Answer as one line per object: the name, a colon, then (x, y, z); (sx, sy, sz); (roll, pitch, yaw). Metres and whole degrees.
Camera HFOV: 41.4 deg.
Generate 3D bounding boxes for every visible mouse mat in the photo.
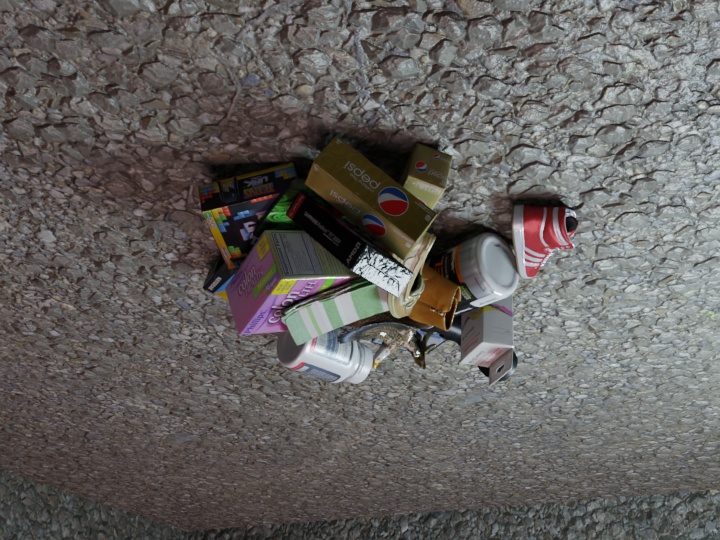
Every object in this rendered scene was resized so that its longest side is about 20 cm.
mouse mat: (-0.065, -0.096, 1.597); (0.198, 0.008, 0.161); (4, 144, -37)

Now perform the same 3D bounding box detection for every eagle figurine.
eagle figurine: (0.048, 0.116, 1.842); (0.199, 0.152, 0.151); (35, 146, -18)

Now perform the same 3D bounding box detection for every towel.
towel: (-0.034, 0.067, 1.651); (0.197, 0.024, 0.153); (-22, 155, -1)

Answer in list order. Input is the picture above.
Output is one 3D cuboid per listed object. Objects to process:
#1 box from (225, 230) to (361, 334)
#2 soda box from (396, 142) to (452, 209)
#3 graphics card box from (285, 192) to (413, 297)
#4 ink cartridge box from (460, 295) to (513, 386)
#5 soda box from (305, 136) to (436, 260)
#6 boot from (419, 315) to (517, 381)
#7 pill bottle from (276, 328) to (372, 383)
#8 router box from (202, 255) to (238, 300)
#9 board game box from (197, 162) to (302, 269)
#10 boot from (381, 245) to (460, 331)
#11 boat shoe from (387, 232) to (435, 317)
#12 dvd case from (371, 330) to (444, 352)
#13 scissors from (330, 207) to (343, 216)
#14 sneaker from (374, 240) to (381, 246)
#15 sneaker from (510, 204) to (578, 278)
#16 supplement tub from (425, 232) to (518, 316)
box: (-0.103, 0.020, 1.644); (0.198, 0.098, 0.176); (-1, 147, -36)
soda box: (0.085, -0.119, 1.549); (0.063, 0.069, 0.200); (19, 151, -7)
graphics card box: (-0.019, -0.042, 1.494); (0.125, 0.200, 0.051); (31, 97, -44)
ink cartridge box: (0.242, 0.108, 1.833); (0.066, 0.203, 0.117); (9, 153, -13)
soda box: (0.014, -0.111, 1.468); (0.199, 0.068, 0.064); (38, 150, 4)
boot: (0.208, 0.138, 1.931); (0.167, 0.077, 0.200); (29, -172, -32)
pill bottle: (-0.075, 0.180, 2.101); (0.198, 0.121, 0.119); (25, 146, -35)
router box: (-0.199, 0.008, 1.825); (0.148, 0.052, 0.200); (27, 146, -16)
board game box: (-0.172, -0.088, 1.619); (0.163, 0.057, 0.201); (-13, 152, 0)
boot: (0.111, 0.003, 1.678); (0.142, 0.071, 0.204); (18, 127, 29)
boat shoe: (0.087, 0.009, 1.596); (0.062, 0.074, 0.203); (17, 134, 14)
dvd case: (0.129, 0.134, 2.099); (0.141, 0.018, 0.200); (15, 150, -22)
scissors: (-0.054, -0.090, 1.598); (0.199, 0.014, 0.073); (-33, 152, 25)
sneaker: (0.000, 0.000, 1.792); (0.083, 0.074, 0.200); (6, 154, -10)
sneaker: (0.327, -0.047, 1.667); (0.111, 0.072, 0.201); (-1, 151, 15)
supplement tub: (0.181, 0.017, 1.751); (0.122, 0.124, 0.199); (24, 146, -35)
